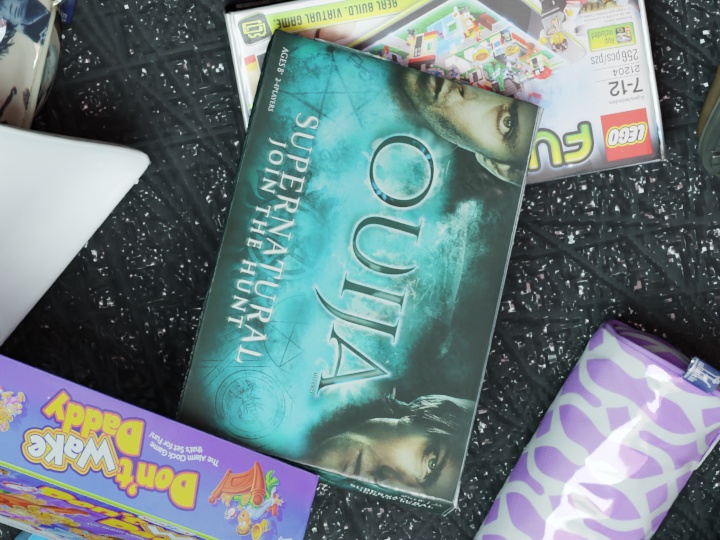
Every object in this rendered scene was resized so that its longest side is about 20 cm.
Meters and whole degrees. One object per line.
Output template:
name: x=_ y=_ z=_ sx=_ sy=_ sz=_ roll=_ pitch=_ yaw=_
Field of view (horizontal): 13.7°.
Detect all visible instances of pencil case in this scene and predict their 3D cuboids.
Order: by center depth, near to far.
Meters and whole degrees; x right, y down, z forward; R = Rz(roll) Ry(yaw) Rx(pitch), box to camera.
pencil case: x=-0.234 y=-0.133 z=1.392 sx=0.199 sy=0.078 sz=0.090 roll=20 pitch=105 yaw=-7
pencil case: x=0.110 y=0.120 z=1.460 sx=0.085 sy=0.084 sz=0.200 roll=28 pitch=99 yaw=-22

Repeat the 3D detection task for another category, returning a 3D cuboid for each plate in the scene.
plate: x=-0.219 y=-0.002 z=1.363 sx=0.200 sy=0.199 sz=0.032 roll=-49 pitch=61 yaw=19

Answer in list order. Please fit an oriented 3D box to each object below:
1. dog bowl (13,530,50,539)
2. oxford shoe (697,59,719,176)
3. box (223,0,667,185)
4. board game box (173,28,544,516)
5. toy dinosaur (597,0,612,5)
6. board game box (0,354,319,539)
dog bowl: x=-0.140 y=0.207 z=1.449 sx=0.111 sy=0.050 sz=0.201 roll=14 pitch=86 yaw=-26
oxford shoe: x=0.211 y=-0.137 z=1.432 sx=0.072 sy=0.084 sz=0.200 roll=8 pitch=120 yaw=-36
box: x=0.041 y=-0.090 z=1.441 sx=0.199 sy=0.035 sz=0.111 roll=-11 pitch=101 yaw=-2
board game box: x=0.000 y=0.000 z=1.379 sx=0.135 sy=0.028 sz=0.201 roll=15 pitch=72 yaw=-7
toy dinosaur: x=0.090 y=-0.229 z=1.392 sx=0.135 sy=0.102 sz=0.200 roll=-30 pitch=103 yaw=13
board game box: x=-0.139 y=0.085 z=1.339 sx=0.199 sy=0.134 sz=0.045 roll=22 pitch=72 yaw=-26
